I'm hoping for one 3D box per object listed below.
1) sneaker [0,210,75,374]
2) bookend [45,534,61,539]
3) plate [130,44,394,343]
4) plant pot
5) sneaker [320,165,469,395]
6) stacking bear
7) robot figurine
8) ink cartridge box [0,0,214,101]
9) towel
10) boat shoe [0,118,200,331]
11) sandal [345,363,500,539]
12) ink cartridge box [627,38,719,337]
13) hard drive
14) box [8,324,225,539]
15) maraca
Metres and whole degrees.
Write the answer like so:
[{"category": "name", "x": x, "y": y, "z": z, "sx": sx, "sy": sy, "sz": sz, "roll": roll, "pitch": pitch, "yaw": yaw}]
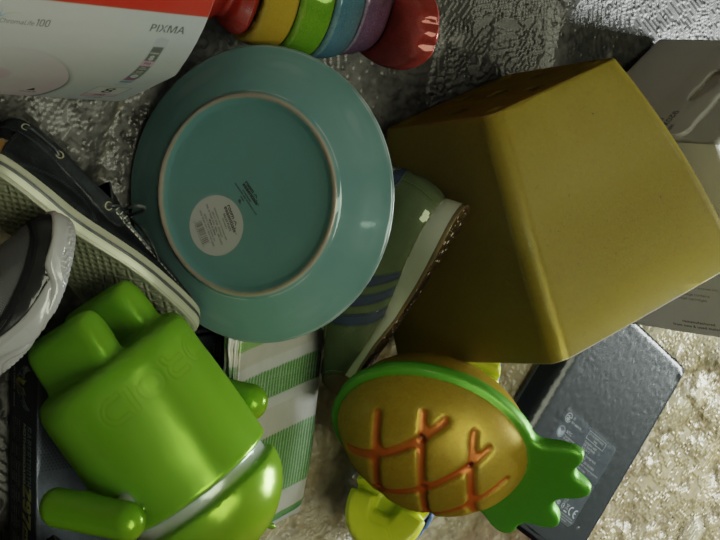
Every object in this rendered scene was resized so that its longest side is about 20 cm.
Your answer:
[{"category": "sneaker", "x": -0.273, "y": 0.026, "z": 1.240, "sx": 0.114, "sy": 0.076, "sz": 0.200, "roll": 35, "pitch": 104, "yaw": -30}, {"category": "bookend", "x": -0.151, "y": 0.246, "z": 1.330, "sx": 0.199, "sy": 0.092, "sz": 0.199, "roll": -35, "pitch": 136, "yaw": 2}, {"category": "plate", "x": -0.072, "y": -0.051, "z": 1.326, "sx": 0.026, "sy": 0.199, "sz": 0.202, "roll": -7, "pitch": 110, "yaw": -67}, {"category": "plant pot", "x": 0.128, "y": -0.051, "z": 1.482, "sx": 0.199, "sy": 0.199, "sz": 0.178, "roll": -27, "pitch": 104, "yaw": -32}, {"category": "sneaker", "x": 0.000, "y": 0.000, "z": 1.446, "sx": 0.067, "sy": 0.090, "sz": 0.201, "roll": -47, "pitch": 171, "yaw": -51}, {"category": "stacking bear", "x": -0.060, "y": -0.201, "z": 1.343, "sx": 0.198, "sy": 0.114, "sz": 0.123, "roll": 2, "pitch": 81, "yaw": -26}, {"category": "robot figurine", "x": -0.129, "y": 0.110, "z": 1.286, "sx": 0.201, "sy": 0.115, "sz": 0.175, "roll": 54, "pitch": 38, "yaw": -7}, {"category": "ink cartridge box", "x": -0.170, "y": -0.151, "z": 1.215, "sx": 0.162, "sy": 0.199, "sz": 0.058, "roll": 1, "pitch": 84, "yaw": -37}, {"category": "towel", "x": -0.069, "y": 0.094, "z": 1.436, "sx": 0.152, "sy": 0.023, "sz": 0.202, "roll": -18, "pitch": 114, "yaw": -64}, {"category": "boat shoe", "x": -0.178, "y": -0.026, "z": 1.312, "sx": 0.200, "sy": 0.074, "sz": 0.063, "roll": 42, "pitch": 48, "yaw": -23}, {"category": "sandal", "x": 0.048, "y": 0.137, "z": 1.557, "sx": 0.201, "sy": 0.079, "sz": 0.087, "roll": -58, "pitch": 166, "yaw": -18}, {"category": "ink cartridge box", "x": 0.291, "y": -0.068, "z": 1.611, "sx": 0.147, "sy": 0.144, "sz": 0.201, "roll": -45, "pitch": 126, "yaw": -34}, {"category": "hard drive", "x": 0.186, "y": 0.133, "z": 1.675, "sx": 0.139, "sy": 0.033, "sz": 0.201, "roll": 39, "pitch": 79, "yaw": -38}, {"category": "box", "x": -0.170, "y": 0.137, "z": 1.393, "sx": 0.157, "sy": 0.051, "sz": 0.202, "roll": -7, "pitch": 108, "yaw": -35}, {"category": "maraca", "x": 0.073, "y": 0.131, "z": 1.450, "sx": 0.199, "sy": 0.137, "sz": 0.107, "roll": 28, "pitch": 46, "yaw": -11}]
